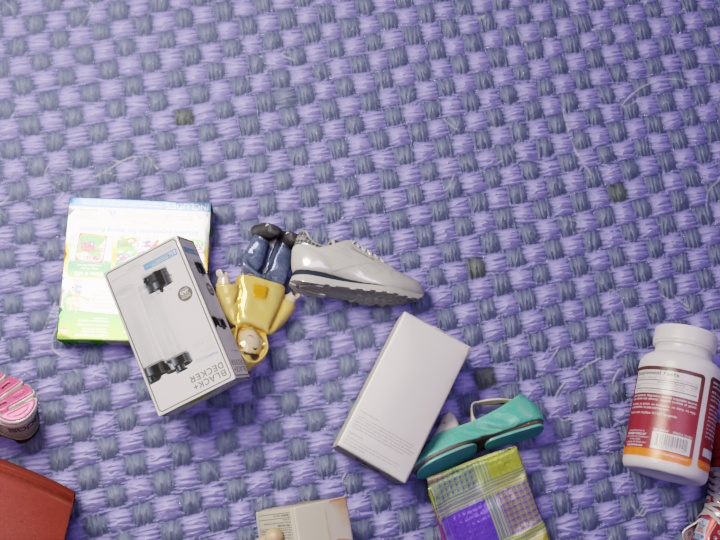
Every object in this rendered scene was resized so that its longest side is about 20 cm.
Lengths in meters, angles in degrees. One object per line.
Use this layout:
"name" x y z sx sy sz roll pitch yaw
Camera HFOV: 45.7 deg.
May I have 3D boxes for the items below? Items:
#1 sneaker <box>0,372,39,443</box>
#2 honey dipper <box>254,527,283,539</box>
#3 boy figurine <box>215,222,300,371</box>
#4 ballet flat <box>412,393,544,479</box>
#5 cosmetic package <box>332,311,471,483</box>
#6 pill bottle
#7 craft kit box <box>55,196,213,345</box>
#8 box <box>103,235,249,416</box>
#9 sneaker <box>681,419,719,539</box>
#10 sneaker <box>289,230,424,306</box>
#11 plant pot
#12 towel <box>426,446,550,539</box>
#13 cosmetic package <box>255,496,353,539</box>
"sneaker" -0.488 0.164 1.100 0.198 0.088 0.074 23 47 21
"honey dipper" -0.180 0.360 1.056 0.198 0.038 0.038 -26 78 19
"boy figurine" -0.144 0.038 1.163 0.123 0.064 0.202 24 69 -24
"ballet flat" 0.152 0.220 1.166 0.198 0.068 0.071 -19 55 -10
"cosmetic package" 0.055 0.171 1.149 0.107 0.085 0.201 29 75 1
"pill bottle" 0.432 0.182 1.171 0.112 0.113 0.202 16 75 -2
"craft kit box" -0.305 0.003 1.174 0.197 0.049 0.200 3 74 -5
"box" -0.236 0.071 1.098 0.116 0.060 0.202 -25 81 7
"sneaker" 0.489 0.313 1.167 0.111 0.071 0.203 -11 80 -12
"sneaker" 0.000 0.000 1.178 0.198 0.076 0.082 13 67 -21
"plant pot" -0.442 0.321 1.015 0.174 0.200 0.203 14 75 -15
"towel" 0.180 0.351 1.136 0.142 0.023 0.202 -18 89 -9
"cosmetic package" -0.059 0.393 1.063 0.086 0.103 0.203 0 75 -38
